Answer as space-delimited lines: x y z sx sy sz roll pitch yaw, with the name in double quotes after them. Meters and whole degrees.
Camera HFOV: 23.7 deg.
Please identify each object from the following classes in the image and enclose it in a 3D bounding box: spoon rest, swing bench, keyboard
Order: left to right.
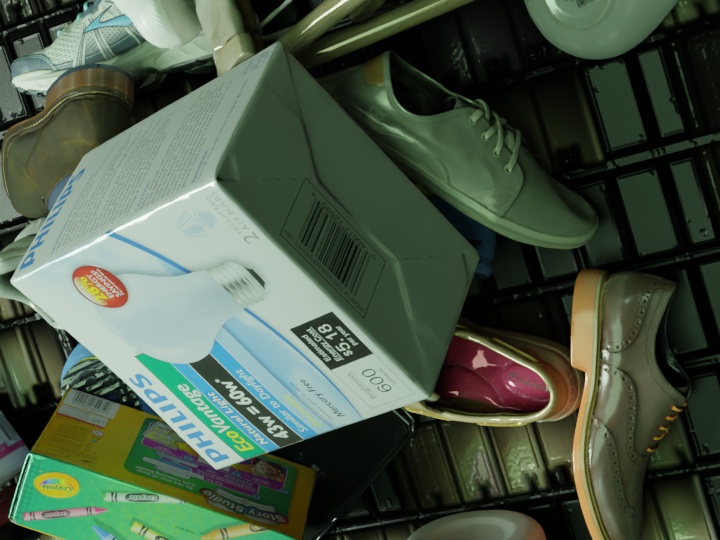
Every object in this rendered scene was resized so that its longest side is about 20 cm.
-0.058 0.137 1.283 0.127 0.021 0.200 42 117 2 "keyboard"
-0.040 -0.232 1.069 0.199 0.129 0.200 -26 75 26 "swing bench"
0.182 -0.199 1.061 0.199 0.061 0.100 -23 93 42 "spoon rest"

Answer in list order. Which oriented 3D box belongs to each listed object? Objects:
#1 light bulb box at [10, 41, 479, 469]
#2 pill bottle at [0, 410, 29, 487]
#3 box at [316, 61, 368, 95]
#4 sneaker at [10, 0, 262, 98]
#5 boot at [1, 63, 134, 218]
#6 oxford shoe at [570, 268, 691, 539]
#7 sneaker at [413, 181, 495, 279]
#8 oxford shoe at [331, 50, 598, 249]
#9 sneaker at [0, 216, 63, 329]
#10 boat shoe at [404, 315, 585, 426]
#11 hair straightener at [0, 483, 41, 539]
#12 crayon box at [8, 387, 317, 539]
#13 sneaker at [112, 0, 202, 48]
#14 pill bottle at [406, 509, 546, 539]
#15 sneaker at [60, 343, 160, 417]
-0.070 -0.001 1.063 0.199 0.125 0.198 -23 121 40 "light bulb box"
-0.362 0.102 1.358 0.113 0.113 0.200 -38 87 28 "pill bottle"
-0.059 -0.082 1.191 0.199 0.068 0.083 -14 99 27 "box"
-0.162 -0.173 1.219 0.199 0.078 0.087 -12 87 21 "sneaker"
-0.215 -0.059 1.220 0.200 0.074 0.098 136 137 -55 "boot"
0.181 0.099 1.135 0.072 0.071 0.202 0 105 19 "oxford shoe"
0.000 0.000 1.172 0.199 0.066 0.079 -17 70 27 "sneaker"
0.075 -0.076 1.097 0.199 0.075 0.058 29 121 -15 "oxford shoe"
-0.187 0.025 1.275 0.199 0.081 0.076 19 110 17 "sneaker"
0.052 0.064 1.176 0.199 0.069 0.074 7 97 19 "boat shoe"
-0.315 0.238 1.328 0.041 0.200 0.078 12 113 21 "hair straightener"
-0.135 0.159 1.215 0.199 0.119 0.059 19 108 -2 "crayon box"
-0.165 -0.206 1.156 0.088 0.075 0.201 -35 49 15 "sneaker"
0.093 0.278 1.207 0.104 0.104 0.201 -4 103 25 "pill bottle"
-0.169 0.143 1.315 0.066 0.078 0.201 -21 104 3 "sneaker"
